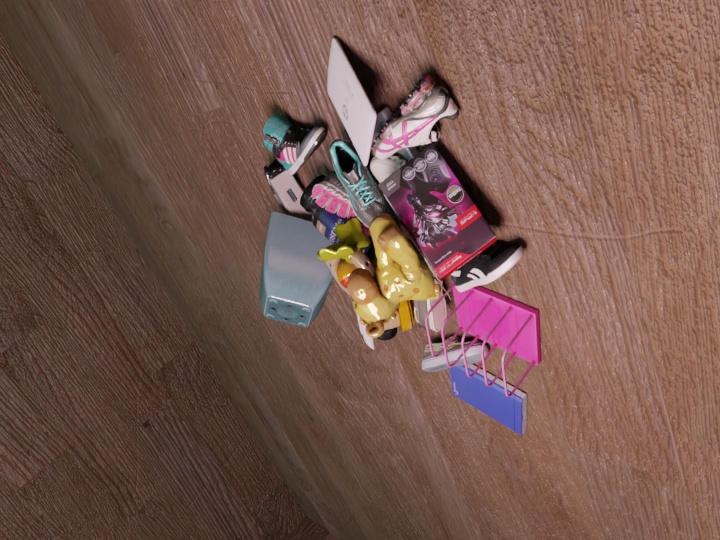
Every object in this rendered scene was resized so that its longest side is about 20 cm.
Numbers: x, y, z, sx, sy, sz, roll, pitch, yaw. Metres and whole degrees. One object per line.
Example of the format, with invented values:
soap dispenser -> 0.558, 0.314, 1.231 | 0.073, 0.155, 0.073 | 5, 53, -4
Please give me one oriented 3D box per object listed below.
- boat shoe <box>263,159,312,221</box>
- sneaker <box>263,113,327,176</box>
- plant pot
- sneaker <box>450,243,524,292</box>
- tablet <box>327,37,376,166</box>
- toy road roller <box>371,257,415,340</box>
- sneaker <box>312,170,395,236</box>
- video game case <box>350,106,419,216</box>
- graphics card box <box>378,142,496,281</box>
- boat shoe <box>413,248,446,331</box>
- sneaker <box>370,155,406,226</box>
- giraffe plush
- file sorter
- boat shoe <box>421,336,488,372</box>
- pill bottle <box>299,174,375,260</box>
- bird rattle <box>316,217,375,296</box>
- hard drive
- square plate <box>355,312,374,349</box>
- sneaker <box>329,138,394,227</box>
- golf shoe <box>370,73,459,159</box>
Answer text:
boat shoe -> -0.170, -0.183, 1.538 | 0.093, 0.073, 0.203 | 50, 168, 54
sneaker -> -0.150, -0.293, 1.360 | 0.121, 0.084, 0.199 | 44, 154, -10
plant pot -> -0.158, 0.015, 1.523 | 0.189, 0.205, 0.198 | 15, 149, -6
sneaker -> 0.206, -0.033, 1.154 | 0.113, 0.073, 0.199 | 52, 151, -2
tablet -> -0.020, -0.306, 1.140 | 0.132, 0.013, 0.204 | 104, 148, -57
toy road roller -> 0.081, 0.046, 1.409 | 0.203, 0.141, 0.125 | -106, 3, -47
sneaker -> 0.001, -0.143, 1.288 | 0.196, 0.089, 0.074 | 28, 144, 2
video game case -> 0.064, -0.194, 1.225 | 0.202, 0.023, 0.181 | 53, 151, -6
graphics card box -> 0.134, -0.102, 1.094 | 0.203, 0.124, 0.051 | 57, -175, 8
boat shoe -> 0.136, 0.025, 1.288 | 0.059, 0.071, 0.209 | 11, 117, 39
sneaker -> 0.084, -0.135, 1.161 | 0.200, 0.081, 0.076 | 46, 153, 10
giraffe plush -> 0.044, 0.022, 1.125 | 0.202, 0.161, 0.173 | 52, -172, -2
file sorter -> 0.240, 0.135, 1.244 | 0.197, 0.125, 0.142 | 23, 143, 39
boat shoe -> 0.206, 0.181, 1.411 | 0.198, 0.070, 0.064 | -25, 60, 48
pill bottle -> -0.037, -0.112, 1.370 | 0.199, 0.111, 0.113 | 42, 151, 13
bird rattle -> 0.000, 0.000, 1.282 | 0.200, 0.113, 0.162 | 45, 152, -9
hard drive -> 0.293, 0.286, 1.447 | 0.197, 0.025, 0.135 | 27, 144, 37
square plate -> -0.007, 0.053, 1.489 | 0.201, 0.027, 0.204 | -106, 4, -47
sneaker -> -0.006, -0.164, 1.192 | 0.203, 0.077, 0.091 | 58, -171, 9
golf shoe -> 0.087, -0.239, 1.073 | 0.091, 0.074, 0.199 | 38, 146, -10
